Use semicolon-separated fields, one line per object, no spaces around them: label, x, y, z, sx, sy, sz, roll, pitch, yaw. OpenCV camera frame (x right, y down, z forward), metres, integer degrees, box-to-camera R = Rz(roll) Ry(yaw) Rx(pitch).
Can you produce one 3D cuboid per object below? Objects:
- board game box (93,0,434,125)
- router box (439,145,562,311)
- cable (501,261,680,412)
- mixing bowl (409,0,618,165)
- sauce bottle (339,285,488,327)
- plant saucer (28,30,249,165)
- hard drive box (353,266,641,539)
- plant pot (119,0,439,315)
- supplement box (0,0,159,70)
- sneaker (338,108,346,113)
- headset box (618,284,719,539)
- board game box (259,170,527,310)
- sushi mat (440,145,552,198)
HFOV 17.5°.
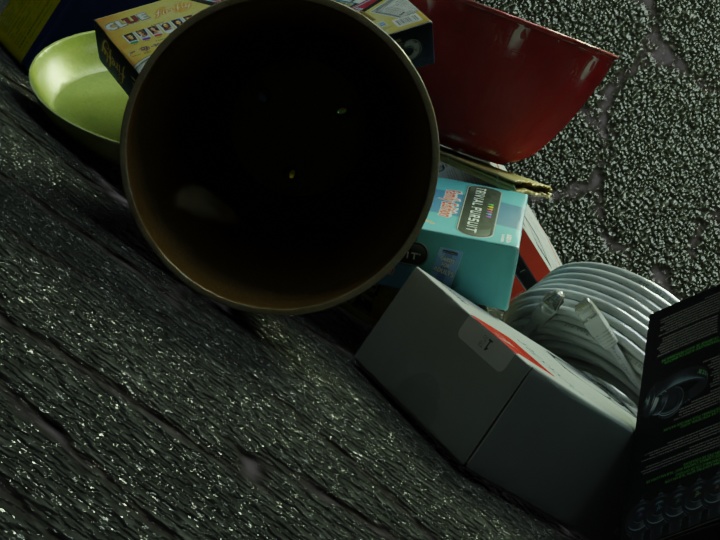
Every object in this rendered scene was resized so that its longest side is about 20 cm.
board game box;-0.067;-0.158;1.612;0.136;0.199;0.035;-130;-152;-49
router box;0.118;-0.025;1.884;0.180;0.049;0.200;56;8;-29
cable;0.187;0.084;1.688;0.200;0.069;0.200;45;-26;-7
mixing bowl;0.084;-0.146;1.764;0.199;0.109;0.200;20;6;-2
sauce bottle;0.000;0.000;1.704;0.199;0.065;0.065;30;3;29
plant saucer;-0.133;-0.113;1.630;0.198;0.031;0.200;9;28;-5
hard drive box;0.115;0.100;1.511;0.199;0.077;0.156;31;6;-36
plant pot;-0.045;-0.080;1.445;0.186;0.187;0.200;35;7;-4
supplement box;-0.223;-0.209;1.860;0.109;0.109;0.200;31;7;-34
sneaker;0.009;-0.113;1.653;0.200;0.076;0.084;-112;177;-51
headset box;0.255;0.136;1.452;0.174;0.092;0.201;39;45;-27
board game box;0.012;-0.034;1.618;0.198;0.047;0.151;11;16;3
sushi mat;0.045;-0.095;1.761;0.199;0.012;0.096;23;8;23
